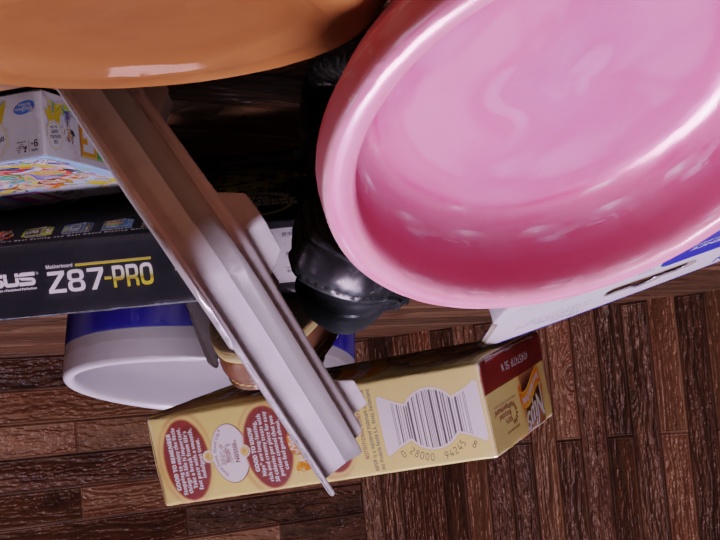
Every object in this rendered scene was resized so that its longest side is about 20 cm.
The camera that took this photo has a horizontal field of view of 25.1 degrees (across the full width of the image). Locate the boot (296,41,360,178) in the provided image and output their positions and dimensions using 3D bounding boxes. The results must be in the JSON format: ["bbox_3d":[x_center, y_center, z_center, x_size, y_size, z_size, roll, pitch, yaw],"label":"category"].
[{"bbox_3d":[0.042,-0.062,0.787,0.157,0.080,0.211,-11,166,-17],"label":"boot"}]

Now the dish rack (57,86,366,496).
[{"bbox_3d":[-0.062,-0.002,0.745,0.043,0.172,0.200,-34,139,-6],"label":"dish rack"}]

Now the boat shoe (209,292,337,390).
[{"bbox_3d":[-0.038,0.028,0.942,0.072,0.068,0.200,-5,-161,9],"label":"boat shoe"}]

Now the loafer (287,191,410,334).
[{"bbox_3d":[0.000,0.000,0.793,0.068,0.071,0.201,26,-172,5],"label":"loafer"}]

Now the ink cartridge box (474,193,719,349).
[{"bbox_3d":[0.158,-0.032,0.790,0.197,0.047,0.200,-19,170,-15],"label":"ink cartridge box"}]

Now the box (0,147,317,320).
[{"bbox_3d":[-0.119,-0.023,0.941,0.199,0.049,0.161,-6,-164,2],"label":"box"}]

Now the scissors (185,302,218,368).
[{"bbox_3d":[-0.102,-0.005,0.996,0.073,0.014,0.200,-21,-143,-21],"label":"scissors"}]

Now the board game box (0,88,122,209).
[{"bbox_3d":[-0.222,-0.055,0.865,0.199,0.034,0.134,-7,175,20],"label":"board game box"}]

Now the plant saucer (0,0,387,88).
[{"bbox_3d":[-0.075,-0.097,0.554,0.199,0.038,0.200,-5,175,0],"label":"plant saucer"}]

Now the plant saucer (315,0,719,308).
[{"bbox_3d":[0.077,-0.065,0.592,0.200,0.051,0.201,-13,145,-9],"label":"plant saucer"}]

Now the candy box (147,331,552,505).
[{"bbox_3d":[-0.004,0.083,0.908,0.199,0.056,0.115,-11,-179,22],"label":"candy box"}]

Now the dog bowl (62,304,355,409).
[{"bbox_3d":[-0.102,0.044,1.112,0.199,0.079,0.200,1,166,0],"label":"dog bowl"}]
